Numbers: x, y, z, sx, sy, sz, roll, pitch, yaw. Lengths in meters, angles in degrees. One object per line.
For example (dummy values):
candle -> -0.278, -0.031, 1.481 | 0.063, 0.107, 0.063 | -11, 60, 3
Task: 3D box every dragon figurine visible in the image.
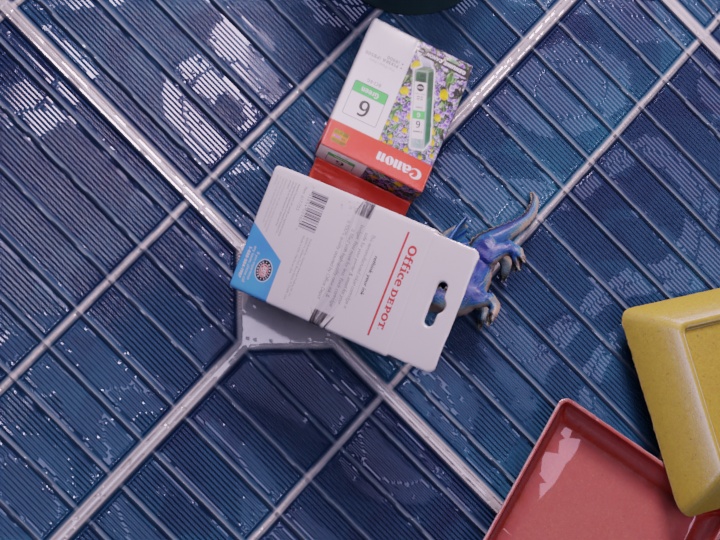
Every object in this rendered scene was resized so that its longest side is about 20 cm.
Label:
dragon figurine -> 0.097, -0.012, 1.063 | 0.099, 0.059, 0.202 | 31, 79, -5

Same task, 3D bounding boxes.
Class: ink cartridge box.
ink cartridge box -> 0.000, 0.000, 0.999 | 0.197, 0.068, 0.118 | 23, 92, 14
ink cartridge box -> 0.019, -0.122, 1.070 | 0.108, 0.050, 0.203 | 24, 78, -6

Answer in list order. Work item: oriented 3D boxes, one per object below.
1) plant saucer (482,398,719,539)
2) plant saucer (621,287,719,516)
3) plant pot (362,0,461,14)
plant saucer -> 0.216, 0.256, 1.056 | 0.198, 0.037, 0.202 | 33, 78, -4
plant saucer -> 0.369, 0.110, 1.079 | 0.197, 0.048, 0.203 | -11, 77, -18
plant pot -> 0.058, -0.365, 1.057 | 0.197, 0.161, 0.205 | 1, 82, -9
